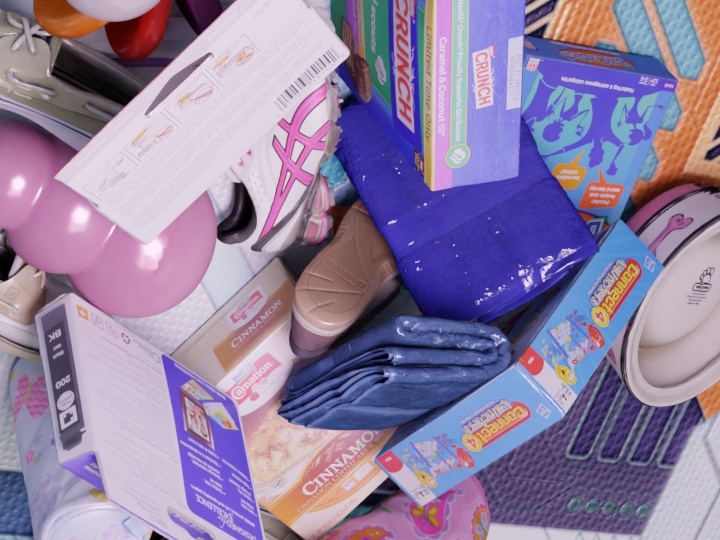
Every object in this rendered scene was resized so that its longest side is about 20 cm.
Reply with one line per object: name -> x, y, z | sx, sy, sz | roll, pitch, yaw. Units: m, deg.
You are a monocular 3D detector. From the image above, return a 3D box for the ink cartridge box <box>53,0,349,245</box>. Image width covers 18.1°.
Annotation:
ink cartridge box -> -0.113, -0.119, 1.517 | 0.200, 0.045, 0.176 | -43, 159, 2

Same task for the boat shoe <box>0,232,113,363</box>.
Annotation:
boat shoe -> -0.264, 0.012, 1.688 | 0.199, 0.075, 0.069 | 19, 117, -33

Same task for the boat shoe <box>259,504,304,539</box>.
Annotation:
boat shoe -> -0.063, 0.255, 1.954 | 0.200, 0.062, 0.072 | 35, 102, -37

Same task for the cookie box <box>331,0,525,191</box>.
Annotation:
cookie box -> 0.045, -0.181, 1.631 | 0.075, 0.200, 0.172 | -12, 125, -18

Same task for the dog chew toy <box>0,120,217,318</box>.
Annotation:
dog chew toy -> -0.205, -0.046, 1.656 | 0.199, 0.125, 0.125 | 25, 108, -27

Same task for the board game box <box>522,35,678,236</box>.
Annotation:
board game box -> 0.154, -0.086, 1.848 | 0.151, 0.045, 0.201 | 5, 119, -29

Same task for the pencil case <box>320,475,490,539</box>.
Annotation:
pencil case -> 0.029, 0.237, 1.927 | 0.200, 0.087, 0.088 | -28, 138, -49

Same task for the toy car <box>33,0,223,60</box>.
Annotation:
toy car -> -0.136, -0.219, 1.533 | 0.199, 0.175, 0.151 | -22, 129, -13

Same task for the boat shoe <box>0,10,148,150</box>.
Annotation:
boat shoe -> -0.227, -0.146, 1.572 | 0.199, 0.072, 0.062 | 27, 137, -21

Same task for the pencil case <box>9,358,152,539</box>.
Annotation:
pencil case -> -0.214, 0.140, 1.717 | 0.091, 0.201, 0.083 | -39, 130, 14

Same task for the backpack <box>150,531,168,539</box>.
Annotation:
backpack -> -0.185, 0.237, 1.828 | 0.126, 0.167, 0.201 | 10, 122, -36

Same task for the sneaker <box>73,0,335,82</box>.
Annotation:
sneaker -> -0.121, -0.191, 1.638 | 0.198, 0.075, 0.101 | -8, 82, -4

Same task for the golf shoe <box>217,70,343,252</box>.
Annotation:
golf shoe -> -0.065, -0.099, 1.714 | 0.091, 0.073, 0.201 | -8, 124, -20

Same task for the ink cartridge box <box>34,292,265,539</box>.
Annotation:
ink cartridge box -> -0.147, 0.138, 1.649 | 0.043, 0.201, 0.198 | -35, 134, 18

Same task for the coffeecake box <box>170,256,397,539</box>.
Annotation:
coffeecake box -> -0.054, 0.110, 1.856 | 0.153, 0.073, 0.200 | -43, 129, 6

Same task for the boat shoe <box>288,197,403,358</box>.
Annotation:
boat shoe -> 0.000, 0.000, 1.774 | 0.072, 0.200, 0.065 | 37, 132, 4

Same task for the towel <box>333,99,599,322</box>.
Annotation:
towel -> 0.075, -0.060, 1.753 | 0.147, 0.201, 0.050 | -28, 171, -10

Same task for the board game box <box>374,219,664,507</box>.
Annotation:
board game box -> 0.126, 0.074, 1.801 | 0.056, 0.196, 0.200 | 45, 138, -6

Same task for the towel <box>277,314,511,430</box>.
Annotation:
towel -> 0.025, 0.085, 1.724 | 0.111, 0.049, 0.200 | 4, 161, -26

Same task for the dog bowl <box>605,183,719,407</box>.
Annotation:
dog bowl -> 0.275, 0.014, 1.930 | 0.199, 0.074, 0.201 | -26, 137, -27
